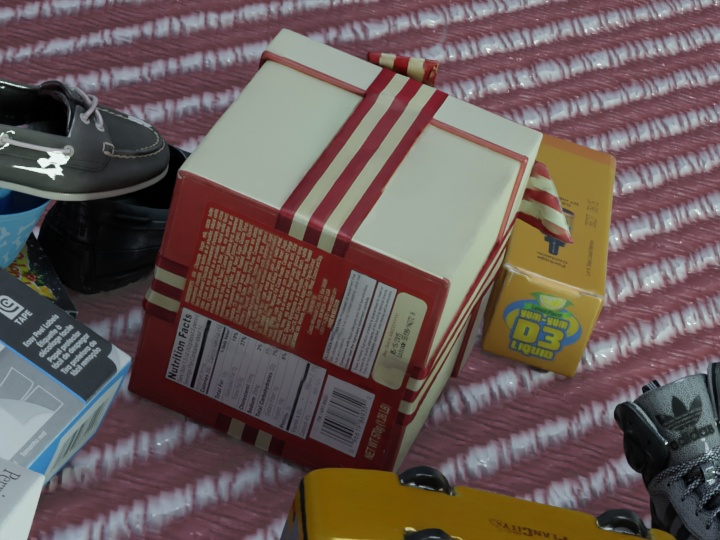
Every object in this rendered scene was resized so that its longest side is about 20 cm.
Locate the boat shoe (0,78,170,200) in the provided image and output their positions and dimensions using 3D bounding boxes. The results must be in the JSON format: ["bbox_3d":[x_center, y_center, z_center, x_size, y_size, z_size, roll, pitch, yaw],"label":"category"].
[{"bbox_3d":[-0.187,-0.079,1.418,0.199,0.057,0.067,2,33,-30],"label":"boat shoe"}]

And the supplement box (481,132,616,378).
[{"bbox_3d":[0.119,-0.014,1.669,0.066,0.069,0.200,18,27,-1],"label":"supplement box"}]

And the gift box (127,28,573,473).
[{"bbox_3d":[0.000,0.000,1.464,0.199,0.185,0.187,26,38,4],"label":"gift box"}]

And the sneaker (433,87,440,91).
[{"bbox_3d":[0.030,-0.068,1.632,0.114,0.073,0.200,30,-10,-32],"label":"sneaker"}]

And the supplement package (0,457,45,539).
[{"bbox_3d":[-0.262,0.138,1.082,0.199,0.151,0.152,23,28,5],"label":"supplement package"}]

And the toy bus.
[{"bbox_3d":[0.062,0.155,1.326,0.199,0.079,0.065,13,28,-11],"label":"toy bus"}]

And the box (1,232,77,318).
[{"bbox_3d":[-0.256,-0.020,1.477,0.136,0.038,0.200,1,34,-30],"label":"box"}]

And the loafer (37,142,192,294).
[{"bbox_3d":[-0.112,-0.043,1.571,0.068,0.071,0.200,34,32,24],"label":"loafer"}]

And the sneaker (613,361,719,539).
[{"bbox_3d":[0.184,0.115,1.380,0.075,0.114,0.200,-22,11,-6],"label":"sneaker"}]

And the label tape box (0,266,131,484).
[{"bbox_3d":[-0.236,0.042,1.306,0.200,0.063,0.144,34,38,5],"label":"label tape box"}]

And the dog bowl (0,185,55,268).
[{"bbox_3d":[-0.243,-0.066,1.472,0.111,0.050,0.200,1,34,-30],"label":"dog bowl"}]
